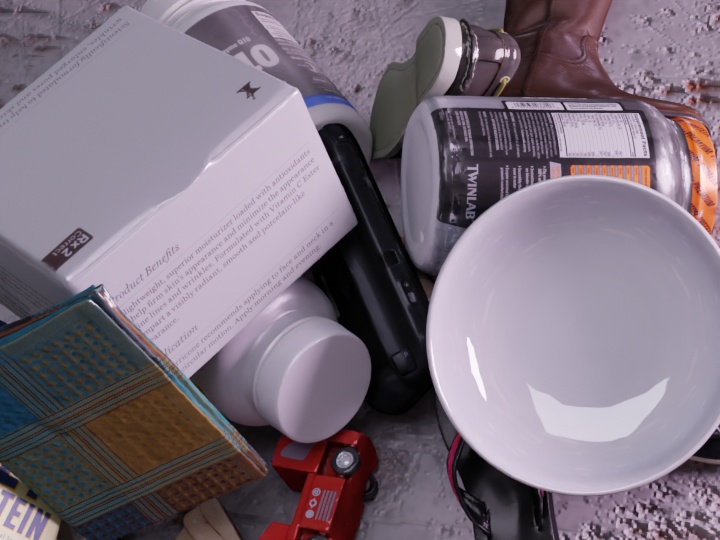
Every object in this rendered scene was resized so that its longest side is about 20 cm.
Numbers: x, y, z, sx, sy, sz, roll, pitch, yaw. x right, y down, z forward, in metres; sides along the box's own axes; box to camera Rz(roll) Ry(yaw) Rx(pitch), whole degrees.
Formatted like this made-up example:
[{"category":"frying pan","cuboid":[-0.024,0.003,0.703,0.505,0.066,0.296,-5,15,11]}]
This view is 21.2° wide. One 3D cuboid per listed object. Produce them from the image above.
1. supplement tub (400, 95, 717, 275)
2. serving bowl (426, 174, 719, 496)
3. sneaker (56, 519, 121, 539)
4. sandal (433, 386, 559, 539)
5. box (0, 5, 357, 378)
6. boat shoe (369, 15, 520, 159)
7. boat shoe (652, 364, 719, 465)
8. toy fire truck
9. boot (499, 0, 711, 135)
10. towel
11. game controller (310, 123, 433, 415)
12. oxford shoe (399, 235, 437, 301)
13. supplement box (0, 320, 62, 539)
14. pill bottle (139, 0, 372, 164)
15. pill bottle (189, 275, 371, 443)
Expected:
[{"category":"supplement tub","cuboid":[0.134,-0.057,1.314,0.199,0.123,0.123,1,58,-11]},{"category":"serving bowl","cuboid":[0.145,0.041,1.228,0.199,0.066,0.202,0,88,12]},{"category":"sneaker","cuboid":[-0.191,0.191,1.349,0.079,0.074,0.201,10,64,3]},{"category":"sandal","cuboid":[0.092,0.138,1.265,0.075,0.045,0.201,-21,68,21]},{"category":"box","cuboid":[-0.148,-0.047,1.284,0.199,0.131,0.200,-42,45,-18]},{"category":"boat shoe","cuboid":[0.055,-0.124,1.389,0.060,0.201,0.072,5,76,-15]},{"category":"boat shoe","cuboid":[0.213,0.082,1.273,0.199,0.062,0.075,5,61,19]},{"category":"toy fire truck","cuboid":[-0.079,0.195,1.314,0.140,0.049,0.201,7,63,23]},{"category":"boot","cuboid":[0.184,-0.180,1.440,0.185,0.064,0.201,6,59,19]},{"category":"towel","cuboid":[-0.169,0.096,1.221,0.146,0.200,0.022,-23,42,19]},{"category":"game controller","cuboid":[0.000,0.000,1.338,0.042,0.104,0.201,-15,69,-23]},{"category":"oxford shoe","cuboid":[0.034,0.028,1.361,0.200,0.070,0.075,34,81,32]},{"category":"supplement box","cuboid":[-0.307,0.149,1.321,0.199,0.134,0.201,-15,52,46]},{"category":"pill bottle","cuboid":[-0.088,-0.133,1.468,0.114,0.114,0.200,-37,56,-5]},{"category":"pill bottle","cuboid":[-0.085,0.041,1.346,0.111,0.111,0.200,-47,46,-11]}]
